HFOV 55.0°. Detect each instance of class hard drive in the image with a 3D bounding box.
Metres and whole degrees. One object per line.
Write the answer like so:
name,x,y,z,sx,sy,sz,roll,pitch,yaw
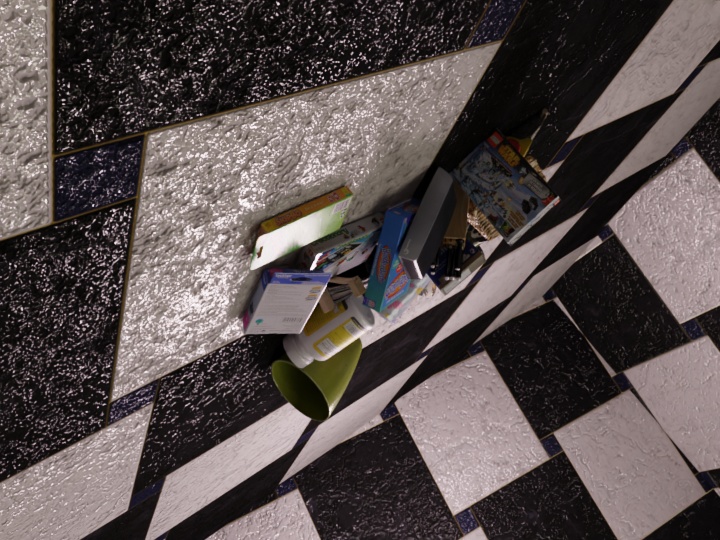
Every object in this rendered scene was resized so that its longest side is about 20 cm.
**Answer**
hard drive,0.139,-0.089,1.387,0.203,0.042,0.135,-65,159,-14

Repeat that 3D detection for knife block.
knife block,0.207,-0.088,1.492,0.198,0.177,0.064,-37,163,-6

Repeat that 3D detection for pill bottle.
pill bottle,-0.074,0.130,1.542,0.198,0.113,0.111,-34,164,13

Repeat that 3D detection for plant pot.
plant pot,-0.088,0.228,1.703,0.200,0.186,0.188,-45,169,-34

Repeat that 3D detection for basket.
basket,0.314,-0.201,1.626,0.199,0.150,0.143,-40,129,4

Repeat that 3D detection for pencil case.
pencil case,0.105,0.029,1.660,0.201,0.090,0.083,-51,172,0

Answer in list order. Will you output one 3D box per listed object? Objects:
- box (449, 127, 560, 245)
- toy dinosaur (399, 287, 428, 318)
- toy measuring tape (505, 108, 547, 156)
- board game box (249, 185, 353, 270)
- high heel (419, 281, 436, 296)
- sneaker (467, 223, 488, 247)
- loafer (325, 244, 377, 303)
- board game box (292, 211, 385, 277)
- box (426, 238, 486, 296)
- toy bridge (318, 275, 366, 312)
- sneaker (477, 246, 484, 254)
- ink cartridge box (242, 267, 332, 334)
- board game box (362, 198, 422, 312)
box,0.295,-0.173,1.423,0.137,0.202,0.040,-42,157,14
toy dinosaur,0.110,0.022,1.720,0.198,0.105,0.185,0,120,-49
toy measuring tape,0.339,-0.284,1.512,0.202,0.073,0.074,-58,168,-18
board game box,-0.102,-0.071,1.153,0.198,0.030,0.096,-31,160,-34
high heel,0.196,-0.005,1.883,0.145,0.070,0.200,-65,173,6
sneaker,0.301,-0.089,1.884,0.198,0.078,0.089,-33,175,-4
loafer,0.000,0.000,1.468,0.198,0.072,0.063,-33,158,-11
board game box,-0.043,-0.035,1.344,0.198,0.035,0.127,-25,157,-40
box,0.183,-0.045,1.568,0.121,0.201,0.032,-40,132,3
toy bridge,-0.077,0.051,1.415,0.198,0.068,0.027,-26,-176,38
sneaker,0.275,-0.022,1.994,0.197,0.075,0.080,-23,172,-31
ink cartridge box,-0.139,0.051,1.286,0.117,0.043,0.201,1,145,-26
board game box,0.075,-0.033,1.404,0.152,0.044,0.204,-31,139,-60
